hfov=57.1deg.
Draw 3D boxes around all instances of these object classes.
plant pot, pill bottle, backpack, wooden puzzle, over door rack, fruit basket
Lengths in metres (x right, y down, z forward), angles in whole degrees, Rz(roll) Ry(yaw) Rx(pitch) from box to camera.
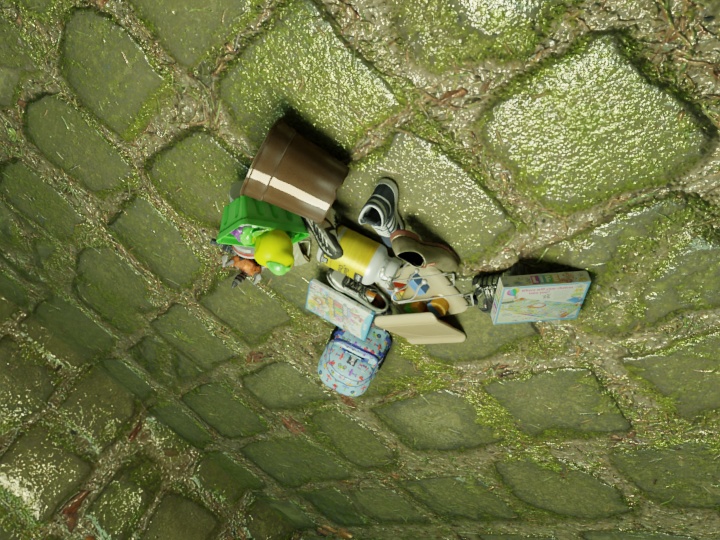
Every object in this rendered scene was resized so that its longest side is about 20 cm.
[{"bbox_3d":[-0.145,-0.216,1.527,0.198,0.200,0.200,28,142,-8],"label":"plant pot"},{"bbox_3d":[-0.002,-0.032,1.683,0.200,0.112,0.112,26,142,7],"label":"pill bottle"},{"bbox_3d":[-0.024,0.256,1.939,0.182,0.200,0.135,30,145,2],"label":"backpack"},{"bbox_3d":[-0.293,-0.136,1.760,0.116,0.116,0.200,20,141,14],"label":"pill bottle"},{"bbox_3d":[0.154,0.067,1.742,0.200,0.046,0.185,-22,118,45],"label":"wooden puzzle"},{"bbox_3d":[0.156,0.027,1.577,0.200,0.148,0.067,3,110,-13],"label":"over door rack"},{"bbox_3d":[-0.227,-0.071,1.603,0.155,0.216,0.216,-24,117,44],"label":"fruit basket"},{"bbox_3d":[0.164,0.153,1.791,0.185,0.037,0.200,-7,154,33],"label":"wooden puzzle"}]

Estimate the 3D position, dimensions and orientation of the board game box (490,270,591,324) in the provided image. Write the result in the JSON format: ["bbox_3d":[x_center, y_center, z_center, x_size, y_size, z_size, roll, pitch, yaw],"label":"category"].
[{"bbox_3d":[0.407,0.063,1.506,0.200,0.034,0.135,-4,138,-4],"label":"board game box"}]

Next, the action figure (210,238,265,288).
[{"bbox_3d":[-0.346,-0.020,1.880,0.200,0.193,0.105,17,99,1],"label":"action figure"}]

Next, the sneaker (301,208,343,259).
[{"bbox_3d":[-0.082,-0.112,1.613,0.200,0.080,0.074,59,160,31],"label":"sneaker"}]

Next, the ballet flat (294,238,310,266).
[{"bbox_3d":[-0.170,-0.092,1.786,0.062,0.068,0.200,-6,139,1],"label":"ballet flat"}]

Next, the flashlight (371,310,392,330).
[{"bbox_3d":[-0.010,0.120,1.901,0.200,0.068,0.068,12,140,30],"label":"flashlight"}]

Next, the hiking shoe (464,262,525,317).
[{"bbox_3d":[0.317,0.041,1.581,0.101,0.076,0.200,26,143,1],"label":"hiking shoe"}]

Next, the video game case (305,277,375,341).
[{"bbox_3d":[-0.060,0.111,1.855,0.200,0.018,0.143,29,144,9],"label":"video game case"}]

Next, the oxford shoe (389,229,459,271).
[{"bbox_3d":[0.154,-0.027,1.577,0.200,0.075,0.070,19,137,-25],"label":"oxford shoe"}]

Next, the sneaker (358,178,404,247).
[{"bbox_3d":[0.050,-0.109,1.568,0.070,0.109,0.200,13,139,22],"label":"sneaker"}]

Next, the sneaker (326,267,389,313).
[{"bbox_3d":[0.000,0.047,1.783,0.200,0.074,0.079,33,173,-13],"label":"sneaker"}]
